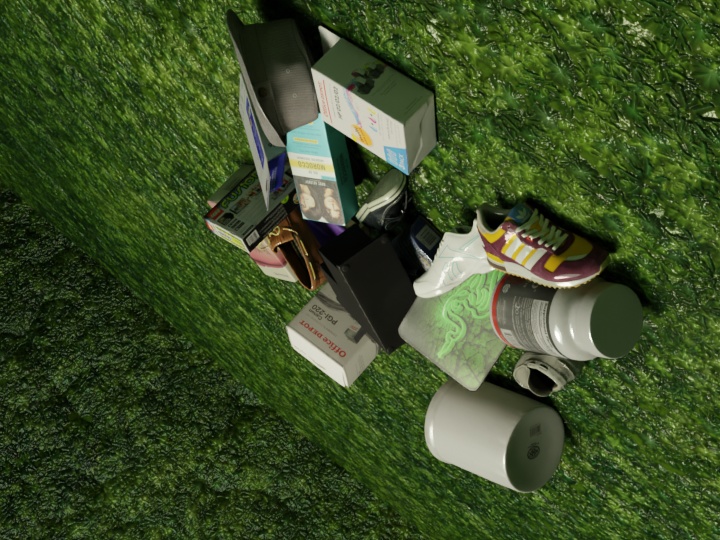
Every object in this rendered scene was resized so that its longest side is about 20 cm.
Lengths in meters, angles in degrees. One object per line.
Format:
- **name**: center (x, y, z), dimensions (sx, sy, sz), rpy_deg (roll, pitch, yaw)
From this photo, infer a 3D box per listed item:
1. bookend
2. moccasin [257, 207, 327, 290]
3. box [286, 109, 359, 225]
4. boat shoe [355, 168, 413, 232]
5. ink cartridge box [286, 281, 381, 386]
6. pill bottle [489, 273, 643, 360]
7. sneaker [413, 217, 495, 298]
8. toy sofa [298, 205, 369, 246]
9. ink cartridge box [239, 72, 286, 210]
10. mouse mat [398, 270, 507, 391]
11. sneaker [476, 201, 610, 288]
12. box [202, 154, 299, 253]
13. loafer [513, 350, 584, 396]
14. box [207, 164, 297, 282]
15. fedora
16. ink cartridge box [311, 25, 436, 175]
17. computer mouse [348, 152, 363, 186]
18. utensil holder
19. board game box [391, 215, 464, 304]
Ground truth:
- **bookend**: center (0.000, 0.000, 1.728), dimensions (0.200, 0.092, 0.200), rpy_deg (44, 166, 54)
- **moccasin**: center (-0.128, -0.055, 1.825), dimensions (0.073, 0.078, 0.202), rpy_deg (-28, 95, 49)
- **box**: center (-0.063, -0.167, 1.619), dimensions (0.082, 0.049, 0.201), rpy_deg (11, 132, 28)
- **boat shoe**: center (0.043, -0.101, 1.622), dimensions (0.062, 0.075, 0.200), rpy_deg (36, 165, -3)
- **ink cartridge box**: center (-0.018, 0.090, 1.951), dimensions (0.145, 0.200, 0.085), rpy_deg (34, 160, 23)
- **pill bottle**: center (0.273, 0.058, 1.424), dimensions (0.116, 0.116, 0.199), rpy_deg (51, 159, -23)
- **sneaker**: center (0.143, -0.022, 1.554), dimensions (0.200, 0.070, 0.081), rpy_deg (-31, 93, 45)
- **toy sofa**: center (-0.085, -0.086, 1.871), dimensions (0.199, 0.098, 0.083), rpy_deg (37, 161, 19)
- **ink cartridge box**: center (-0.150, -0.204, 1.668), dimensions (0.100, 0.039, 0.202), rpy_deg (106, 151, -61)
- **mouse mat**: center (0.160, 0.067, 1.626), dimensions (0.160, 0.201, 0.008), rpy_deg (36, -156, 15)
- **sneaker**: center (0.227, -0.039, 1.375), dimensions (0.199, 0.075, 0.091), rpy_deg (10, 134, 47)
- **box**: center (-0.155, -0.125, 1.767), dimensions (0.110, 0.200, 0.035), rpy_deg (28, 155, 39)
- **loafer**: center (0.287, 0.164, 1.696), dimensions (0.070, 0.070, 0.200), rpy_deg (42, 161, 1)
- **box**: center (-0.174, -0.091, 2.022), dimensions (0.127, 0.109, 0.200), rpy_deg (12, 144, 56)
- **fedora**: center (-0.108, -0.275, 1.470), dimensions (0.177, 0.089, 0.202), rpy_deg (-74, -33, -79)
- **ink cartridge box**: center (0.004, -0.228, 1.426), dimensions (0.199, 0.068, 0.115), rpy_deg (35, 160, 23)
- **computer mouse**: center (-0.082, -0.195, 1.700), dimensions (0.200, 0.053, 0.139), rpy_deg (43, 161, 2)
- **utensil holder**: center (0.242, 0.294, 1.919), dimensions (0.199, 0.170, 0.170), rpy_deg (17, 148, 50)
- **board game box**: center (0.123, 0.023, 1.739), dimensions (0.200, 0.062, 0.200), rpy_deg (44, 161, -1)
